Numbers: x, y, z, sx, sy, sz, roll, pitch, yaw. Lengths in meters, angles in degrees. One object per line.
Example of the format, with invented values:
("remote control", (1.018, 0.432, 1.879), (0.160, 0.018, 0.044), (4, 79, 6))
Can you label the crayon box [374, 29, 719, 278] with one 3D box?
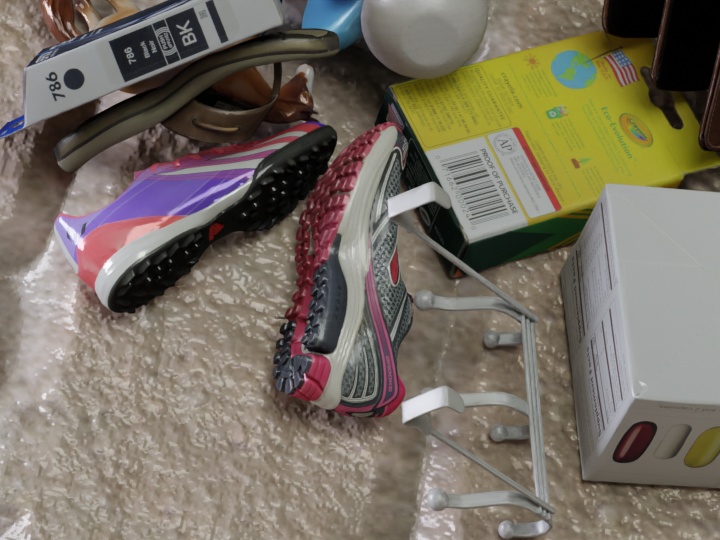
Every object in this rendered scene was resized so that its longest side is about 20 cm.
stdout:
("crayon box", (0.125, -0.082, 1.665), (0.199, 0.051, 0.128), (-16, 64, -22))

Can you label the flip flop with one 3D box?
("flip flop", (-0.099, -0.100, 1.570), (0.199, 0.081, 0.058), (-25, 95, 12))

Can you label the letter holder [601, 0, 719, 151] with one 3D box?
("letter holder", (0.254, -0.165, 1.698), (0.100, 0.143, 0.199), (22, 22, 33))

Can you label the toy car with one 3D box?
("toy car", (0.001, -0.224, 1.636), (0.149, 0.201, 0.176), (-7, 34, -2))

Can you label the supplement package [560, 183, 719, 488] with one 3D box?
("supplement package", (0.241, 0.046, 1.583), (0.198, 0.111, 0.157), (4, 58, -12))

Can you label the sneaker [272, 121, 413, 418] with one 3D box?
("sneaker", (0.000, 0.000, 1.574), (0.074, 0.081, 0.201), (22, 62, -21))

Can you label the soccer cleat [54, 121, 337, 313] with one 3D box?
("soccer cleat", (-0.100, -0.050, 1.581), (0.199, 0.068, 0.073), (-34, 66, -27))

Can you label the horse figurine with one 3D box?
("horse figurine", (-0.126, -0.156, 1.645), (0.198, 0.050, 0.133), (10, 53, -14))

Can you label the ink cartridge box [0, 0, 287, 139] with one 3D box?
("ink cartridge box", (-0.143, -0.136, 1.553), (0.199, 0.099, 0.039), (-23, 101, 3))

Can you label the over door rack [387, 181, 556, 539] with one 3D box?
("over door rack", (0.056, 0.059, 1.493), (0.066, 0.200, 0.149), (-14, 59, 17))
